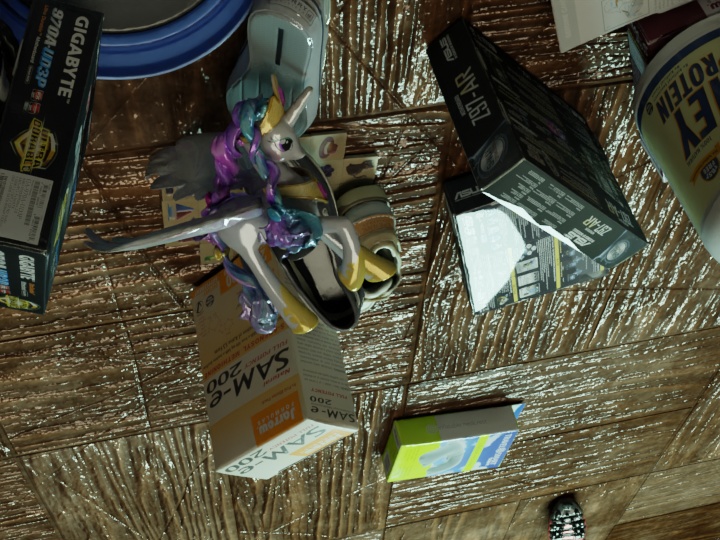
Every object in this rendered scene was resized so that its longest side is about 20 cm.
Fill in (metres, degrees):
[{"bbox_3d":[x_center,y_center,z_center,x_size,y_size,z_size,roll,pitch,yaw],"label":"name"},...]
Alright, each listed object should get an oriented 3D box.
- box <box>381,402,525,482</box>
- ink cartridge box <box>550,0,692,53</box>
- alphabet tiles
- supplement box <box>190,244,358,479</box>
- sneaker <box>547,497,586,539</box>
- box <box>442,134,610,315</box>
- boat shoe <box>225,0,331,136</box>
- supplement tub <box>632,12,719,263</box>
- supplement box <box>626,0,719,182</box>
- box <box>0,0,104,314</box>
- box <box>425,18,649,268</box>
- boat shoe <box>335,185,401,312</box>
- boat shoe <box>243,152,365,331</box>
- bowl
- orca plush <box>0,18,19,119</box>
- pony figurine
[{"bbox_3d":[0.138,0.249,1.393,0.199,0.048,0.122,-5,144,-14],"label":"box"},{"bbox_3d":[0.210,-0.270,0.708,0.173,0.044,0.200,-20,145,7],"label":"ink cartridge box"},{"bbox_3d":[-0.085,-0.066,0.905,0.199,0.006,0.167,-7,144,-13],"label":"alphabet tiles"},{"bbox_3d":[-0.088,0.083,0.931,0.126,0.201,0.073,-34,145,29],"label":"supplement box"},{"bbox_3d":[0.385,0.487,1.801,0.071,0.098,0.201,-7,123,8],"label":"sneaker"},{"bbox_3d":[0.178,-0.040,1.008,0.161,0.049,0.200,-17,145,4],"label":"box"},{"bbox_3d":[-0.052,-0.162,0.726,0.073,0.067,0.200,26,160,-7],"label":"boat shoe"},{"bbox_3d":[0.316,-0.090,0.755,0.144,0.200,0.145,-11,144,-8],"label":"supplement tub"},{"bbox_3d":[0.303,-0.174,0.861,0.108,0.061,0.200,-21,145,7],"label":"supplement box"},{"bbox_3d":[-0.218,-0.066,0.656,0.046,0.160,0.200,13,163,-15],"label":"box"},{"bbox_3d":[0.151,-0.103,0.813,0.043,0.161,0.200,-36,141,27],"label":"box"},{"bbox_3d":[0.000,0.000,0.966,0.074,0.069,0.200,-15,152,-10],"label":"boat shoe"},{"bbox_3d":[-0.047,-0.031,0.854,0.072,0.063,0.200,-24,117,2],"label":"boat shoe"},{"bbox_3d":[-0.163,-0.215,0.639,0.200,0.039,0.201,-11,144,-8],"label":"bowl"},{"bbox_3d":[-0.289,-0.128,0.646,0.105,0.071,0.200,34,147,-2],"label":"orca plush"},{"bbox_3d":[-0.089,-0.043,0.756,0.192,0.167,0.200,-16,123,19],"label":"pony figurine"}]
